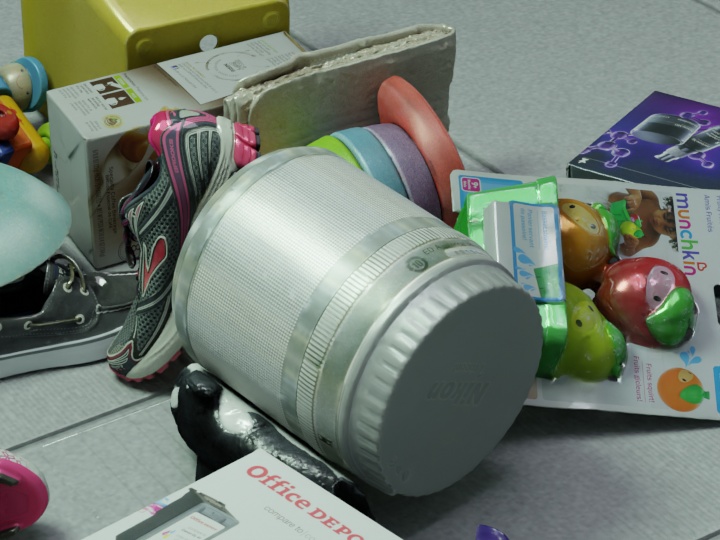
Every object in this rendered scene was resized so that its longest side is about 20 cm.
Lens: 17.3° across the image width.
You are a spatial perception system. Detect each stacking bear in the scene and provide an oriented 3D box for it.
[{"bbox_3d":[-0.030,-0.039,1.687,0.199,0.122,0.114,-23,31,-16],"label":"stacking bear"}]

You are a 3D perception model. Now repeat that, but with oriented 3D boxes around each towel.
[{"bbox_3d":[-0.016,-0.103,1.753,0.199,0.133,0.034,-17,39,-29],"label":"towel"}]

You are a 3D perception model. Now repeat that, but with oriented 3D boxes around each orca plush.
[{"bbox_3d":[-0.067,0.128,1.471,0.199,0.071,0.105,33,0,35],"label":"orca plush"}]

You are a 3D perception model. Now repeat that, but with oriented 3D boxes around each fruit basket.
[{"bbox_3d":[0.160,0.010,1.562,0.198,0.094,0.186,2,56,-3],"label":"fruit basket"}]

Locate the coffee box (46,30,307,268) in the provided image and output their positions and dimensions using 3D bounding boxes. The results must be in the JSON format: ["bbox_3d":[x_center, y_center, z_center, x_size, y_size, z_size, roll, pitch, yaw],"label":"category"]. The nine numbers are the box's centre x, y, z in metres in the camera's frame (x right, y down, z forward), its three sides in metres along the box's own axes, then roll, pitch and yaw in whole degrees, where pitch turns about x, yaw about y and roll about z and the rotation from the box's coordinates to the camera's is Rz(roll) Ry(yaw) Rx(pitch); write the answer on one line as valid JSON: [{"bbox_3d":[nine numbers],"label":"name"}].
[{"bbox_3d":[-0.126,-0.092,1.764,0.199,0.115,0.080,-18,38,-23],"label":"coffee box"}]

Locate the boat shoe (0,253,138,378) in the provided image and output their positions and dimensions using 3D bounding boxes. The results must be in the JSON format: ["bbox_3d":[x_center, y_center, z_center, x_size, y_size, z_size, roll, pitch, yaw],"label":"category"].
[{"bbox_3d":[-0.218,0.023,1.625,0.198,0.067,0.070,-12,32,-16],"label":"boat shoe"}]

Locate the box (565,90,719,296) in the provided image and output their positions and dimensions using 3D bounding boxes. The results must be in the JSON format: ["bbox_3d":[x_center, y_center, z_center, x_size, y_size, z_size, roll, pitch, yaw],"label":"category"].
[{"bbox_3d":[0.267,-0.050,1.710,0.199,0.079,0.141,17,38,29],"label":"box"}]

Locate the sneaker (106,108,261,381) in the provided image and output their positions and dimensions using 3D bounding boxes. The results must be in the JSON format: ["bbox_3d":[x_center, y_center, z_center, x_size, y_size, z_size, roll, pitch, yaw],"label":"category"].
[{"bbox_3d":[-0.131,-0.019,1.569,0.074,0.201,0.081,16,24,-14],"label":"sneaker"}]

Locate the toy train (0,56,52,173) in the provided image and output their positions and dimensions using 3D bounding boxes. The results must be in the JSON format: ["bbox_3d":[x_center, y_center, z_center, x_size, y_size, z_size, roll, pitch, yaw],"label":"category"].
[{"bbox_3d":[-0.261,-0.092,1.830,0.115,0.085,0.200,-10,53,-47],"label":"toy train"}]

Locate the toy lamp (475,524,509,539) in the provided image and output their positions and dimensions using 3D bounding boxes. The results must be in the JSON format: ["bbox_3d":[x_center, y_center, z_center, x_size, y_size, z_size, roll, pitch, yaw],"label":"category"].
[{"bbox_3d":[0.166,0.175,1.359,0.198,0.059,0.058,0,30,9],"label":"toy lamp"}]

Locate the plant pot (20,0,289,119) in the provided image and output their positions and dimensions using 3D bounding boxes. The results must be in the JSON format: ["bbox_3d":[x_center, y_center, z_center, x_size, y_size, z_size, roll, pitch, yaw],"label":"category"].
[{"bbox_3d":[-0.149,-0.189,1.868,0.199,0.201,0.177,-14,40,-19],"label":"plant pot"}]

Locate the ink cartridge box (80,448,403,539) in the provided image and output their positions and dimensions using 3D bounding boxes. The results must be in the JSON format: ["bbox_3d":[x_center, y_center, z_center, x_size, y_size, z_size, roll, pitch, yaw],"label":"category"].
[{"bbox_3d":[-0.085,0.197,1.307,0.199,0.086,0.147,-27,38,-33],"label":"ink cartridge box"}]

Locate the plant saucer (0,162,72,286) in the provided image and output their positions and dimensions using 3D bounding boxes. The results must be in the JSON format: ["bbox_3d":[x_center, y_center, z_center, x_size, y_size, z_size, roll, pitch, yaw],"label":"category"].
[{"bbox_3d":[-0.302,-0.038,1.643,0.199,0.039,0.201,-5,28,2],"label":"plant saucer"}]

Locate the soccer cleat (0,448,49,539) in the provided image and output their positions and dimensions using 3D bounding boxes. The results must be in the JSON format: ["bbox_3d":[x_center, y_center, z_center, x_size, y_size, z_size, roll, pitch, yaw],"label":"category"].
[{"bbox_3d":[-0.289,0.123,1.458,0.198,0.070,0.087,-2,31,1],"label":"soccer cleat"}]

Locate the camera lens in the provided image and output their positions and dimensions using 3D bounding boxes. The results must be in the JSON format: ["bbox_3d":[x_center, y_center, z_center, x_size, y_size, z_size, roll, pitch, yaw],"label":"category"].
[{"bbox_3d":[-0.006,0.027,1.461,0.159,0.161,0.199,-27,45,-36],"label":"camera lens"}]
